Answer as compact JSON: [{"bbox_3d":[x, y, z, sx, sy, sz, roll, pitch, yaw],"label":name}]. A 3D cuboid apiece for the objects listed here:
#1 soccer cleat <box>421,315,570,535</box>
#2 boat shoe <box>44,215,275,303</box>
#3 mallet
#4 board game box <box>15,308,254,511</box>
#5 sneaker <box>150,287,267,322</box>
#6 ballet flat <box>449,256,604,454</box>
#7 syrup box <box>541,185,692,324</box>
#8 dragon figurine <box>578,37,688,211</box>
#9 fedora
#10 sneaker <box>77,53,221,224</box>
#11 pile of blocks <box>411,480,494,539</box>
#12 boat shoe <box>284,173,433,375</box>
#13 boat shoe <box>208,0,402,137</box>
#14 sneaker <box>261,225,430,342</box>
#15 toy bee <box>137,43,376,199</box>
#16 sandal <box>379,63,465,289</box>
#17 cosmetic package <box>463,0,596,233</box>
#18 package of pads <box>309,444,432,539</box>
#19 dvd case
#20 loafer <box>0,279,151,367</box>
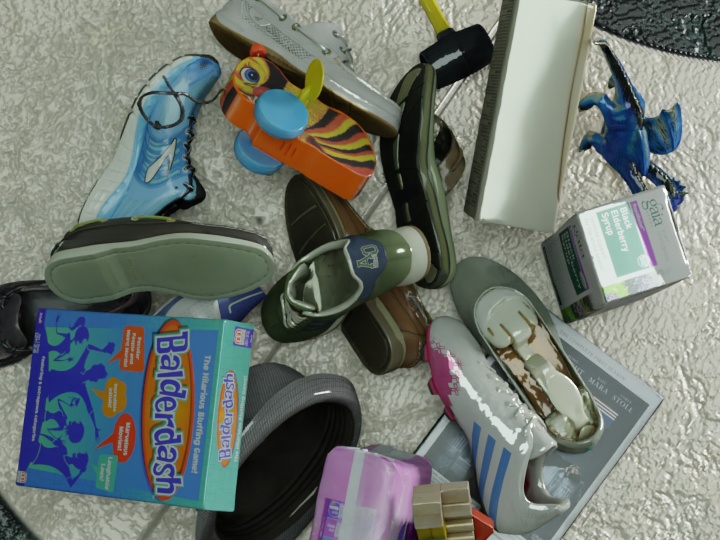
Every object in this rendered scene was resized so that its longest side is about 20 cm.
[{"bbox_3d":[0.121,0.127,1.603,0.086,0.070,0.200,-19,91,32],"label":"soccer cleat"},{"bbox_3d":[-0.166,-0.017,1.582,0.201,0.072,0.061,-3,40,13],"label":"boat shoe"},{"bbox_3d":[0.061,-0.265,1.701,0.066,0.041,0.200,-19,80,-6],"label":"mallet"},{"bbox_3d":[-0.187,0.112,1.534,0.200,0.045,0.152,2,82,32],"label":"board game box"},{"bbox_3d":[-0.155,0.088,1.636,0.199,0.081,0.115,-33,89,2],"label":"sneaker"},{"bbox_3d":[0.149,0.069,1.624,0.067,0.064,0.200,-33,85,-5],"label":"ballet flat"},{"bbox_3d":[0.214,-0.010,1.591,0.081,0.200,0.079,-17,85,-4],"label":"syrup box"},{"bbox_3d":[0.243,-0.122,1.637,0.059,0.200,0.099,-37,56,-26],"label":"dragon figurine"},{"bbox_3d":[-0.092,0.157,1.601,0.090,0.177,0.200,37,96,32],"label":"fedora"},{"bbox_3d":[-0.166,-0.095,1.649,0.090,0.078,0.200,26,92,12],"label":"sneaker"},{"bbox_3d":[0.083,0.236,1.564,0.062,0.200,0.082,-6,64,5],"label":"pile of blocks"},{"bbox_3d":[0.000,0.000,1.656,0.068,0.072,0.200,-15,71,-37],"label":"boat shoe"},{"bbox_3d":[-0.038,-0.192,1.664,0.200,0.071,0.069,34,76,11],"label":"boat shoe"},{"bbox_3d":[-0.038,0.013,1.579,0.090,0.200,0.067,-9,77,-46],"label":"sneaker"},{"bbox_3d":[-0.074,-0.145,1.605,0.200,0.131,0.109,38,43,-28],"label":"toy bee"},{"bbox_3d":[0.062,-0.083,1.667,0.057,0.080,0.201,-5,85,-29],"label":"sandal"},{"bbox_3d":[0.146,-0.139,1.633,0.073,0.104,0.200,9,97,-4],"label":"cosmetic package"},{"bbox_3d":[0.000,0.247,1.583,0.076,0.120,0.200,10,89,20],"label":"package of pads"},{"bbox_3d":[0.151,0.148,1.659,0.150,0.025,0.200,37,85,3],"label":"dvd case"},{"bbox_3d":[-0.283,0.038,1.639,0.200,0.063,0.072,-15,84,-3],"label":"loafer"}]
